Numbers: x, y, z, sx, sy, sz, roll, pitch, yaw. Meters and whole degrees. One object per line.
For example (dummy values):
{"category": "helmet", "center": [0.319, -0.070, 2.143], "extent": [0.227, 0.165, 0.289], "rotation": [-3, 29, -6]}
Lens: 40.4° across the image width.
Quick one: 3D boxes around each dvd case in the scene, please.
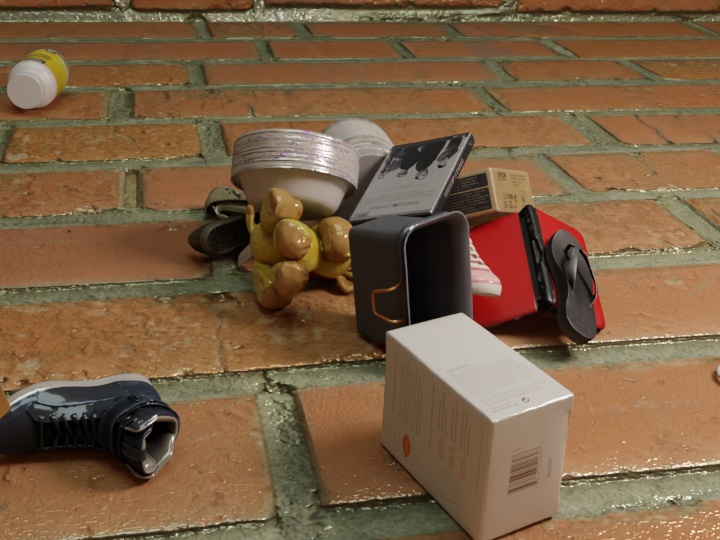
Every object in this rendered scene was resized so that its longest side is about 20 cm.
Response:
{"category": "dvd case", "center": [0.081, -0.138, 1.518], "extent": [0.150, 0.025, 0.200], "rotation": [-5, 40, 34]}

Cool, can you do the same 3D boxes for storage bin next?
{"category": "storage bin", "center": [0.054, 0.020, 1.315], "extent": [0.145, 0.201, 0.134], "rotation": [-21, 23, -40]}

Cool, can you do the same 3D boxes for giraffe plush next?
{"category": "giraffe plush", "center": [-0.076, -0.029, 1.455], "extent": [0.161, 0.174, 0.200], "rotation": [0, -1, -25]}

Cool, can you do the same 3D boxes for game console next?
{"category": "game console", "center": [0.251, 0.014, 1.457], "extent": [0.172, 0.119, 0.201], "rotation": [24, 42, -26]}

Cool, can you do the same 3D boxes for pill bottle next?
{"category": "pill bottle", "center": [-0.759, -0.445, 2.292], "extent": [0.111, 0.113, 0.200], "rotation": [1, 25, -2]}

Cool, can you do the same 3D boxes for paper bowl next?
{"category": "paper bowl", "center": [-0.103, -0.142, 1.526], "extent": [0.199, 0.105, 0.201], "rotation": [3, -12, 1]}

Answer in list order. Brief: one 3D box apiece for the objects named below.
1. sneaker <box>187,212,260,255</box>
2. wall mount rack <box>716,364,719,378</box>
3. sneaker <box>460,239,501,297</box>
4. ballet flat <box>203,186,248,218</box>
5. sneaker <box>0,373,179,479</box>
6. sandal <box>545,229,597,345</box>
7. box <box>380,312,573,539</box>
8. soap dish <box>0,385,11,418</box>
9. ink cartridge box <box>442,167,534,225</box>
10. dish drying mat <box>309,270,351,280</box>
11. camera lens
{"category": "sneaker", "center": [-0.192, -0.069, 1.606], "extent": [0.199, 0.071, 0.075], "rotation": [-12, 12, -41]}
{"category": "wall mount rack", "center": [0.577, 0.121, 1.269], "extent": [0.199, 0.075, 0.174], "rotation": [-4, 26, -11]}
{"category": "sneaker", "center": [0.136, -0.022, 1.408], "extent": [0.075, 0.105, 0.200], "rotation": [8, 4, -27]}
{"category": "ballet flat", "center": [-0.184, -0.102, 1.696], "extent": [0.199, 0.068, 0.075], "rotation": [7, 47, 23]}
{"category": "sneaker", "center": [-0.297, 0.177, 1.066], "extent": [0.201, 0.077, 0.146], "rotation": [-12, 26, -31]}
{"category": "sandal", "center": [0.307, 0.018, 1.371], "extent": [0.076, 0.043, 0.201], "rotation": [26, 41, -24]}
{"category": "box", "center": [0.118, 0.161, 1.051], "extent": [0.106, 0.153, 0.200], "rotation": [-12, 29, -27]}
{"category": "soap dish", "center": [-0.478, 0.142, 1.054], "extent": [0.200, 0.081, 0.157], "rotation": [28, 70, 43]}
{"category": "ink cartridge box", "center": [0.176, -0.113, 1.595], "extent": [0.164, 0.076, 0.200], "rotation": [-11, -2, 26]}
{"category": "dish drying mat", "center": [0.000, 0.000, 1.537], "extent": [0.199, 0.018, 0.077], "rotation": [8, 29, 9]}
{"category": "camera lens", "center": [-0.003, -0.170, 1.727], "extent": [0.159, 0.161, 0.200], "rotation": [-2, 26, -10]}
